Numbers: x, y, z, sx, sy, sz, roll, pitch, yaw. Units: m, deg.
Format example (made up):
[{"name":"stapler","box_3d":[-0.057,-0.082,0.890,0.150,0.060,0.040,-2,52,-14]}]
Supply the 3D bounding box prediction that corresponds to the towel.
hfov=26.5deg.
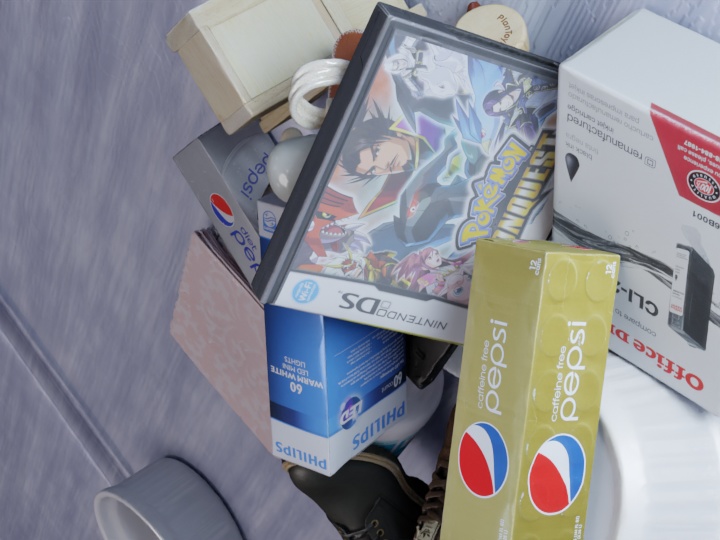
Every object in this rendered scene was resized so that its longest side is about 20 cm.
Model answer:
[{"name":"towel","box_3d":[-0.113,0.073,1.524,0.191,0.032,0.201,47,148,16]}]

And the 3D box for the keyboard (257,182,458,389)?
[{"name":"keyboard","box_3d":[0.000,0.000,1.174,0.200,0.039,0.104,47,126,16]}]

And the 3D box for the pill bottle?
[{"name":"pill bottle","box_3d":[-0.006,0.126,1.343,0.111,0.110,0.200,49,149,11]}]

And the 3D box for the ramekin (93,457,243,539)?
[{"name":"ramekin","box_3d":[-0.228,0.328,1.871,0.200,0.097,0.202,36,145,31]}]

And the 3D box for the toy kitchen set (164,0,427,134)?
[{"name":"toy kitchen set","box_3d":[-0.099,-0.183,1.104,0.164,0.180,0.199,58,146,-3]}]

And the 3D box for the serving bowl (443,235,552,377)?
[{"name":"serving bowl","box_3d":[0.082,-0.013,1.126,0.199,0.066,0.202,36,144,31]}]

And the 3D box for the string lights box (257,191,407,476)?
[{"name":"string lights box","box_3d":[-0.017,0.032,1.098,0.058,0.102,0.203,15,119,32]}]

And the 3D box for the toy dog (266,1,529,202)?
[{"name":"toy dog","box_3d":[0.030,-0.121,1.004,0.133,0.197,0.097,96,160,-48]}]

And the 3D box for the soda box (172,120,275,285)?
[{"name":"soda box","box_3d":[-0.078,-0.037,1.334,0.201,0.063,0.068,58,151,-4]}]

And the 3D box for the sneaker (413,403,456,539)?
[{"name":"sneaker","box_3d":[0.083,0.208,1.270,0.070,0.075,0.203,3,97,56]}]

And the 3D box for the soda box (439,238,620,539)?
[{"name":"soda box","box_3d":[0.102,0.084,0.935,0.064,0.067,0.203,12,98,51]}]

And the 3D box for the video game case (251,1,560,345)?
[{"name":"video game case","box_3d":[0.049,-0.050,0.962,0.202,0.179,0.026,-64,32,22]}]

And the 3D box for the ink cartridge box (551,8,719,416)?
[{"name":"ink cartridge box","box_3d":[0.194,-0.033,0.929,0.144,0.083,0.202,33,144,34]}]

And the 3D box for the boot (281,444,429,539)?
[{"name":"boot","box_3d":[0.009,0.231,1.275,0.077,0.140,0.199,-21,146,31]}]

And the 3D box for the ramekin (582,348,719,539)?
[{"name":"ramekin","box_3d":[0.146,0.143,1.007,0.201,0.093,0.206,-5,84,51]}]
